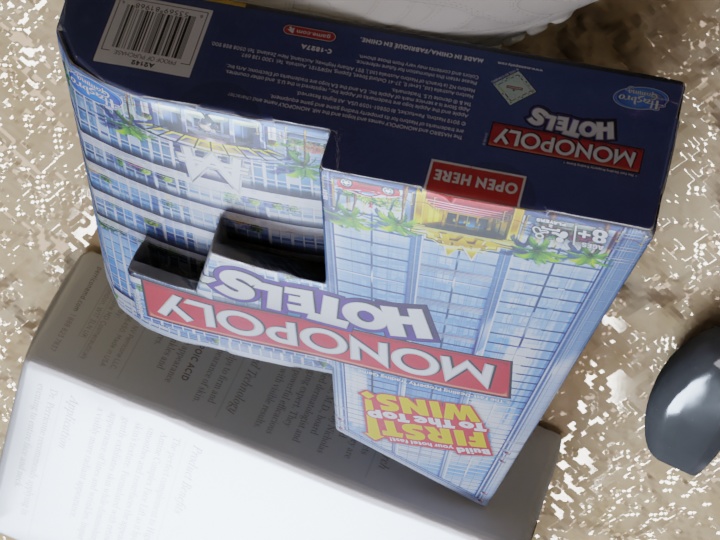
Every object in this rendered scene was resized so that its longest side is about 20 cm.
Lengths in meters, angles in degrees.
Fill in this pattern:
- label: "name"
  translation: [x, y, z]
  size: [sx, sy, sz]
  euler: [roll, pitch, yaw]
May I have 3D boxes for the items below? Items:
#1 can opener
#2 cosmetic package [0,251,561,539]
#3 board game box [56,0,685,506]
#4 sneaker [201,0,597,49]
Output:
- label: "can opener"
  translation: [0.155, 0.017, 0.871]
  size: [0.066, 0.053, 0.200]
  euler: [25, 131, -1]
- label: "cosmetic package"
  translation: [-0.035, 0.080, 0.983]
  size: [0.200, 0.074, 0.102]
  euler: [21, 132, 1]
- label: "board game box"
  translation: [0.000, 0.000, 0.871]
  size: [0.200, 0.062, 0.200]
  euler: [11, 148, 9]
- label: "sneaker"
  translation: [0.029, -0.100, 0.821]
  size: [0.200, 0.076, 0.081]
  euler: [-2, 136, 30]
